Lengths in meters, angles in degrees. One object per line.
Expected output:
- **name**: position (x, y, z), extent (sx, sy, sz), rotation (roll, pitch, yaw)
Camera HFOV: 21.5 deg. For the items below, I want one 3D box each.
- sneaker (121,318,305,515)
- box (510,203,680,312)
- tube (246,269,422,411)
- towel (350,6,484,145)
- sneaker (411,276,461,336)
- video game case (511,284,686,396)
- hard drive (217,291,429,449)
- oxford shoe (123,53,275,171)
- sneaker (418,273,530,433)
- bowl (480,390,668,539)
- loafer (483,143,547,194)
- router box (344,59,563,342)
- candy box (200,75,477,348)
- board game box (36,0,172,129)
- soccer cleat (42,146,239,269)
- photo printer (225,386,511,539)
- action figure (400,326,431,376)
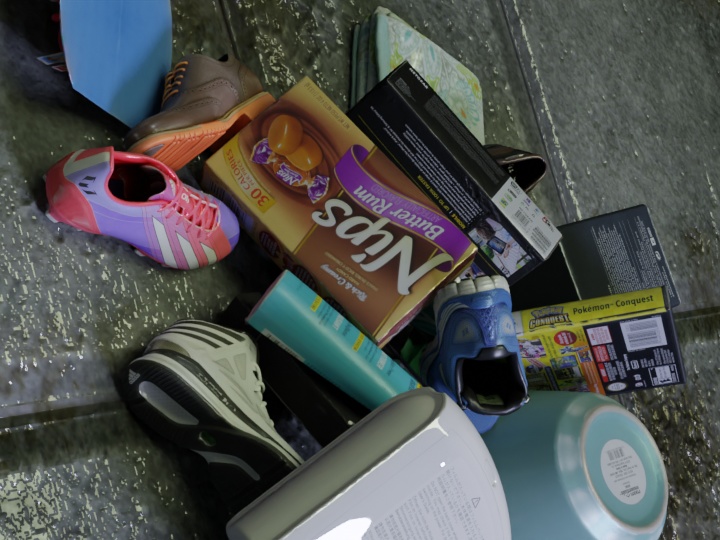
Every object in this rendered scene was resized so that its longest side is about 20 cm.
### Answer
- **sneaker**: position (-0.076, 0.110, 1.417), extent (0.200, 0.076, 0.115), rotation (45, 36, -8)
- **box**: position (0.185, 0.019, 1.792), extent (0.200, 0.148, 0.107), rotation (-15, 85, -57)
- **tube**: position (0.005, 0.080, 1.450), extent (0.200, 0.050, 0.077), rotation (38, 23, -6)
- **towel**: position (0.059, -0.131, 1.786), extent (0.171, 0.048, 0.201), rotation (32, 48, -41)
- **sneaker**: position (0.000, 0.000, 1.572), extent (0.200, 0.078, 0.080), rotation (33, 43, 4)
- **video game case**: position (0.189, 0.073, 1.667), extent (0.200, 0.180, 0.026), rotation (58, 23, -65)
- **hard drive**: position (-0.007, 0.094, 1.502), extent (0.200, 0.038, 0.140), rotation (46, 27, 22)
- **oxford shoe**: position (-0.139, -0.126, 1.496), extent (0.073, 0.071, 0.200), rotation (57, 26, 0)
- **sneaker**: position (0.092, 0.088, 1.532), extent (0.200, 0.078, 0.089), rotation (85, -6, -59)
- **bowl**: position (0.190, 0.184, 1.637), extent (0.200, 0.105, 0.201), rotation (23, 54, -36)
- **loafer**: position (0.098, -0.068, 1.718), extent (0.200, 0.063, 0.072), rotation (-35, 116, -46)
- **router box**: position (0.050, -0.055, 1.601), extent (0.200, 0.149, 0.051), rotation (49, 36, -4)
- **candy box**: position (-0.018, -0.042, 1.512), extent (0.117, 0.056, 0.200), rotation (-41, 81, -18)
- **board game box**: position (-0.200, -0.194, 1.449), extent (0.200, 0.039, 0.159), rotation (36, 55, -69)
- **soccer cleat**: position (-0.149, -0.048, 1.421), extent (0.200, 0.076, 0.067), rotation (18, 58, -49)
- **photo printer**: position (0.017, 0.192, 1.362), extent (0.200, 0.069, 0.167), rotation (-36, 120, -22)
- **action figure**: position (0.043, 0.108, 1.628), extent (0.118, 0.055, 0.200), rotation (65, 30, -9)
